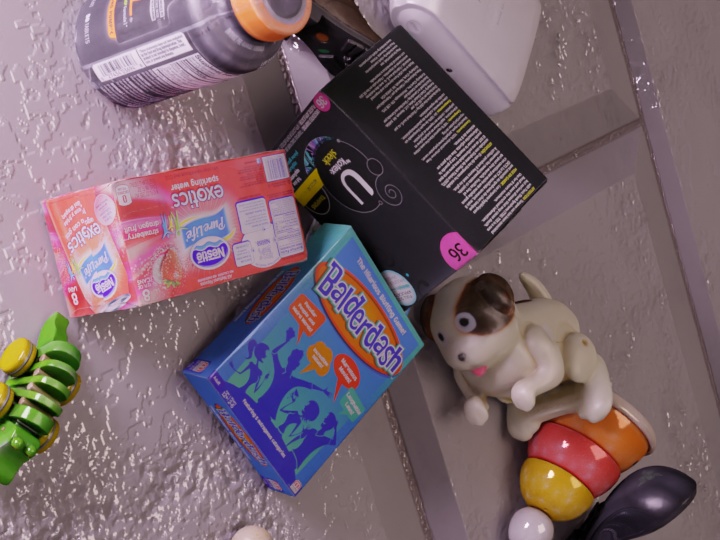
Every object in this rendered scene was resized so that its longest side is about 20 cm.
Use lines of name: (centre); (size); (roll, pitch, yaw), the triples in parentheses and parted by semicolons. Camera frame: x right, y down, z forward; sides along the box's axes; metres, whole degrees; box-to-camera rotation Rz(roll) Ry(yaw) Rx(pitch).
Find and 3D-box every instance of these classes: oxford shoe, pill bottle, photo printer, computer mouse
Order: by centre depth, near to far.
pill bottle: (-0.133, -0.203, 1.080); (0.106, 0.200, 0.107); (12, 74, -47)
oxford shoe: (-0.019, -0.248, 1.315); (0.200, 0.073, 0.085); (34, 57, -40)
photo printer: (0.113, -0.295, 1.474); (0.200, 0.069, 0.167); (42, 54, -36)
computer mouse: (0.292, 0.269, 1.495); (0.053, 0.200, 0.138); (50, 47, 1)

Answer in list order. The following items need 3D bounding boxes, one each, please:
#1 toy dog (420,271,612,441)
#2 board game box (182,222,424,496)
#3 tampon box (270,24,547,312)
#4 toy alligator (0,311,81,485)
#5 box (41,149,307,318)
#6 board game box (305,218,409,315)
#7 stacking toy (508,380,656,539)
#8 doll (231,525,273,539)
toy dog: (0.159, 0.073, 1.410); (0.200, 0.139, 0.195); (26, 64, -41)
board game box: (-0.046, 0.079, 1.205); (0.200, 0.045, 0.152); (-48, 122, -26)
tampon box: (0.039, -0.091, 1.235); (0.200, 0.150, 0.126); (46, 56, -1)
toy alligator: (-0.252, 0.117, 0.995); (0.059, 0.054, 0.200); (43, 53, -34)
box: (-0.150, -0.032, 1.109); (0.200, 0.094, 0.103); (-18, 97, -48)
board game box: (0.000, 0.000, 1.318); (0.134, 0.034, 0.200); (46, 52, -33)
stacking toy: (0.225, 0.229, 1.486); (0.146, 0.146, 0.200); (47, 69, -32)
doll: (-0.068, 0.319, 1.170); (0.136, 0.048, 0.201); (-23, 94, -39)
